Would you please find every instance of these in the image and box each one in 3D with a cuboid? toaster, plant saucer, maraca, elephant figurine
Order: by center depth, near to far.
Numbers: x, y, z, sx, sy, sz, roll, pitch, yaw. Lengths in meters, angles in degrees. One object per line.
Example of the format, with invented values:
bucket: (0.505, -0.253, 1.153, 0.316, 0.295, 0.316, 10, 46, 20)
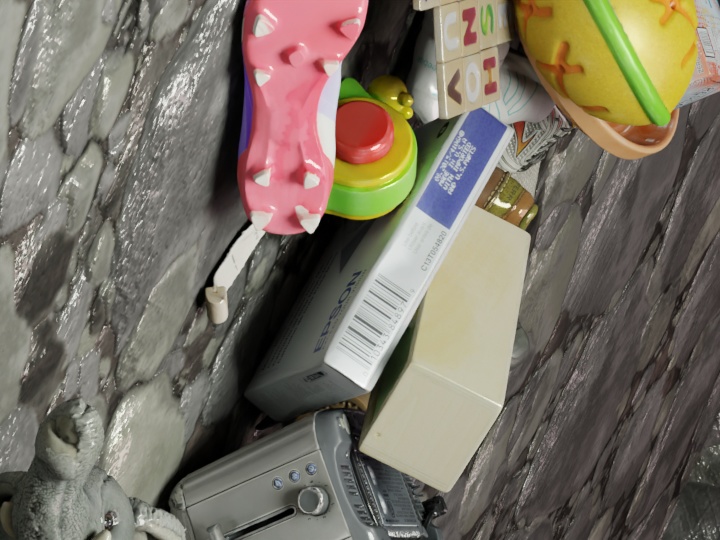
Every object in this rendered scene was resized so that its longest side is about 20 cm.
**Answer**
elephant figurine: (-0.150, 0.155, 1.404, 0.141, 0.155, 0.201, 17, 93, -34)
maraca: (0.142, -0.179, 1.740, 0.107, 0.201, 0.137, -27, 174, 5)
toaster: (-0.032, 0.157, 1.744, 0.114, 0.128, 0.200, 70, 14, 10)
plant saucer: (0.151, -0.168, 1.880, 0.200, 0.032, 0.201, 38, 41, -43)

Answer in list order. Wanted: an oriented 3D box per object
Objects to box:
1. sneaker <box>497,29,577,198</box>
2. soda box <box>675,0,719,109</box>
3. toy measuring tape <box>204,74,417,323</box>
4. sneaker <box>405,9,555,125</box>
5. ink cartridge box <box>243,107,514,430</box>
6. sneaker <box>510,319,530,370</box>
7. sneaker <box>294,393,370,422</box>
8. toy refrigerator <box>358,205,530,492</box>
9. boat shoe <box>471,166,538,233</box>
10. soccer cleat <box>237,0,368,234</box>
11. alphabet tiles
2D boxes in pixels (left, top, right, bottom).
sneaker: (0.125, -0.109, 1.997, 0.078, 0.082, 0.201, -51, 159, -41)
soda box: (0.186, -0.207, 1.863, 0.063, 0.068, 0.201, 1, 70, -61)
toy measuring tape: (-0.017, -0.039, 1.663, 0.200, 0.073, 0.074, -57, 162, -30)
sneaker: (0.073, -0.121, 1.860, 0.081, 0.070, 0.200, -62, 157, 4)
ink cartridge box: (0.000, 0.000, 1.764, 0.200, 0.040, 0.200, -61, -167, -21)
sneaker: (0.061, 0.086, 1.903, 0.076, 0.091, 0.200, -31, -179, -33)
sneaker: (-0.023, 0.150, 1.939, 0.090, 0.067, 0.201, -53, 161, -60)
toy refrigerator: (0.051, 0.040, 1.737, 0.076, 0.070, 0.200, -60, -172, 32)
boat shoe: (0.056, 0.002, 1.883, 0.072, 0.068, 0.200, -59, -179, -37)
soccer cleat: (-0.036, -0.114, 1.540, 0.077, 0.066, 0.201, -99, -167, -57)
alphabet tiles: (0.060, -0.195, 1.664, 0.167, 0.007, 0.202, -26, 114, -67)
